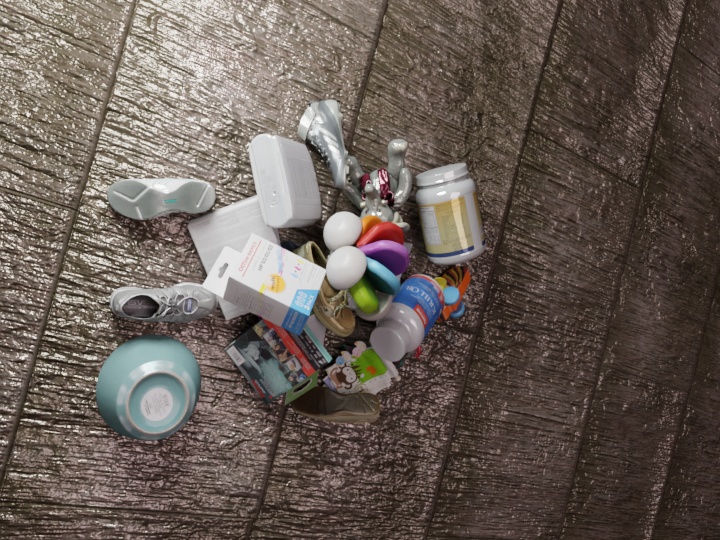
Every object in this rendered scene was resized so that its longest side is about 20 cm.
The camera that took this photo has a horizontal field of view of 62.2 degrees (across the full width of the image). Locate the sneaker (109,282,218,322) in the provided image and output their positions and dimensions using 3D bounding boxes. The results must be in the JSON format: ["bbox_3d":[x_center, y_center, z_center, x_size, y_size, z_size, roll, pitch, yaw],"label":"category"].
[{"bbox_3d":[-0.361,0.070,1.110,0.193,0.082,0.078,-4,102,-23],"label":"sneaker"}]

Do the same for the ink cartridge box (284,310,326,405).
[{"bbox_3d":[-0.129,0.162,1.234,0.103,0.058,0.206,-24,133,-49],"label":"ink cartridge box"}]

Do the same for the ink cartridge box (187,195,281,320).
[{"bbox_3d":[-0.226,-0.026,1.161,0.156,0.050,0.206,-18,108,7],"label":"ink cartridge box"}]

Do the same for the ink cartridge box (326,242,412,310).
[{"bbox_3d":[0.000,0.000,1.300,0.194,0.044,0.179,9,110,-29],"label":"ink cartridge box"}]

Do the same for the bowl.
[{"bbox_3d":[-0.383,0.230,1.111,0.195,0.104,0.209,-3,96,-29],"label":"bowl"}]

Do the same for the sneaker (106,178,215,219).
[{"bbox_3d":[-0.364,-0.135,1.105,0.193,0.080,0.073,-1,105,-9],"label":"sneaker"}]

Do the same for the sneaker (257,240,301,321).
[{"bbox_3d":[-0.151,0.042,1.233,0.142,0.076,0.210,-15,102,-24],"label":"sneaker"}]

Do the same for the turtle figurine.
[{"bbox_3d":[0.060,0.170,1.358,0.195,0.100,0.154,-25,101,-15],"label":"turtle figurine"}]

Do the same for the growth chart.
[{"bbox_3d":[-0.011,0.239,1.315,0.198,0.018,0.145,-37,112,18],"label":"growth chart"}]

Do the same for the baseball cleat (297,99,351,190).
[{"bbox_3d":[-0.076,-0.256,1.228,0.102,0.070,0.207,-4,67,-9],"label":"baseball cleat"}]

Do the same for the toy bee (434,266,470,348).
[{"bbox_3d":[0.190,0.074,1.420,0.201,0.105,0.135,-51,135,-48],"label":"toy bee"}]

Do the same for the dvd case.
[{"bbox_3d":[-0.165,0.164,1.172,0.147,0.198,0.022,51,30,-3],"label":"dvd case"}]

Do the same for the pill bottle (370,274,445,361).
[{"bbox_3d":[0.100,0.104,1.286,0.200,0.110,0.115,-47,119,-48],"label":"pill bottle"}]

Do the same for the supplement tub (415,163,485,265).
[{"bbox_3d":[0.205,-0.130,1.374,0.141,0.143,0.207,-20,105,-25],"label":"supplement tub"}]

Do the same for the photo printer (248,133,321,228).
[{"bbox_3d":[-0.138,-0.169,1.164,0.067,0.200,0.172,-12,92,16],"label":"photo printer"}]

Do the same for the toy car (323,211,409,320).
[{"bbox_3d":[0.024,-0.019,1.141,0.146,0.204,0.176,-22,137,17],"label":"toy car"}]

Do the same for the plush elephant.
[{"bbox_3d":[0.033,-0.147,1.260,0.159,0.156,0.205,-7,120,13],"label":"plush elephant"}]

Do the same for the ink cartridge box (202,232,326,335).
[{"bbox_3d":[-0.172,0.015,1.080,0.195,0.068,0.117,26,46,-6],"label":"ink cartridge box"}]

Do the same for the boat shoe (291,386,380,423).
[{"bbox_3d":[-0.054,0.302,1.300,0.192,0.074,0.066,2,139,0],"label":"boat shoe"}]

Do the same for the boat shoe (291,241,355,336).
[{"bbox_3d":[-0.066,0.040,1.177,0.203,0.062,0.073,55,40,-11],"label":"boat shoe"}]
